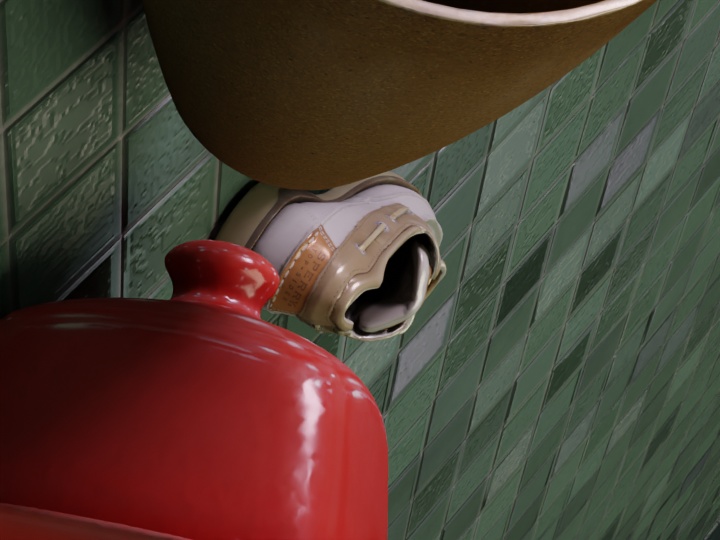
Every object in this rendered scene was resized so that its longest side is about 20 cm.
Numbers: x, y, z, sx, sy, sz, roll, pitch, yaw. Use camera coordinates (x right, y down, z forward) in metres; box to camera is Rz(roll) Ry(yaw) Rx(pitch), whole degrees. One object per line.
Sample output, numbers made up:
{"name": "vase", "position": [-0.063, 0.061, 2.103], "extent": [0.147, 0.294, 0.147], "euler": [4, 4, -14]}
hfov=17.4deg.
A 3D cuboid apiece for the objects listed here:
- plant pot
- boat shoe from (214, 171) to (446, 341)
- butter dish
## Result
{"name": "plant pot", "position": [0.002, -0.108, 0.741], "extent": [0.186, 0.186, 0.200], "euler": [-46, 174, -29]}
{"name": "boat shoe", "position": [0.000, 0.000, 1.078], "extent": [0.075, 0.068, 0.200], "euler": [-61, 163, 15]}
{"name": "butter dish", "position": [-0.066, 0.061, 0.881], "extent": [0.200, 0.198, 0.149], "euler": [61, 41, -71]}
